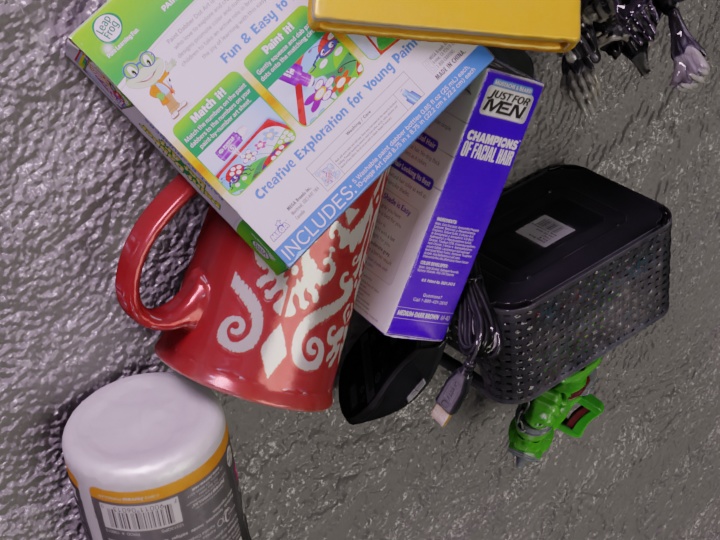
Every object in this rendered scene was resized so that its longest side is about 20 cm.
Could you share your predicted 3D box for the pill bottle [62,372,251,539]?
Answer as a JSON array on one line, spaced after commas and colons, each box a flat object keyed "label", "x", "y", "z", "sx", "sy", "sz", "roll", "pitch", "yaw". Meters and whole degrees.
[{"label": "pill bottle", "x": -0.139, "y": 0.183, "z": 1.116, "sx": 0.116, "sy": 0.116, "sz": 0.202, "roll": -29, "pitch": 130, "yaw": -28}]

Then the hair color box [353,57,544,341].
[{"label": "hair color box", "x": 0.044, "y": -0.064, "z": 1.117, "sx": 0.064, "sy": 0.109, "sz": 0.202, "roll": 7, "pitch": 111, "yaw": -39}]

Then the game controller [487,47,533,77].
[{"label": "game controller", "x": 0.060, "y": -0.166, "z": 1.178, "sx": 0.104, "sy": 0.042, "sz": 0.200, "roll": -44, "pitch": 136, "yaw": 4}]

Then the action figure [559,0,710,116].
[{"label": "action figure", "x": 0.204, "y": -0.177, "z": 1.217, "sx": 0.200, "sy": 0.118, "sz": 0.103, "roll": -2, "pitch": 75, "yaw": -69}]

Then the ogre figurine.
[{"label": "ogre figurine", "x": 0.172, "y": 0.091, "z": 1.356, "sx": 0.097, "sy": 0.201, "sz": 0.121, "roll": 11, "pitch": 133, "yaw": -7}]

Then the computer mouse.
[{"label": "computer mouse", "x": 0.052, "y": 0.072, "z": 1.177, "sx": 0.046, "sy": 0.141, "sz": 0.201, "roll": 16, "pitch": 129, "yaw": -26}]

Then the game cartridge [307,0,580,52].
[{"label": "game cartridge", "x": 0.056, "y": -0.246, "z": 0.994, "sx": 0.174, "sy": 0.032, "sz": 0.203, "roll": 4, "pitch": 79, "yaw": -10}]

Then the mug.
[{"label": "mug", "x": -0.060, "y": -0.020, "z": 1.062, "sx": 0.177, "sy": 0.132, "sz": 0.202, "roll": 2, "pitch": 108, "yaw": -66}]

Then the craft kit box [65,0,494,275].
[{"label": "craft kit box", "x": -0.050, "y": -0.137, "z": 0.992, "sx": 0.200, "sy": 0.048, "sz": 0.198, "roll": -45, "pitch": 96, "yaw": -15}]

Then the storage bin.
[{"label": "storage bin", "x": 0.148, "y": 0.006, "z": 1.273, "sx": 0.199, "sy": 0.135, "sz": 0.095, "roll": -29, "pitch": 129, "yaw": -29}]
